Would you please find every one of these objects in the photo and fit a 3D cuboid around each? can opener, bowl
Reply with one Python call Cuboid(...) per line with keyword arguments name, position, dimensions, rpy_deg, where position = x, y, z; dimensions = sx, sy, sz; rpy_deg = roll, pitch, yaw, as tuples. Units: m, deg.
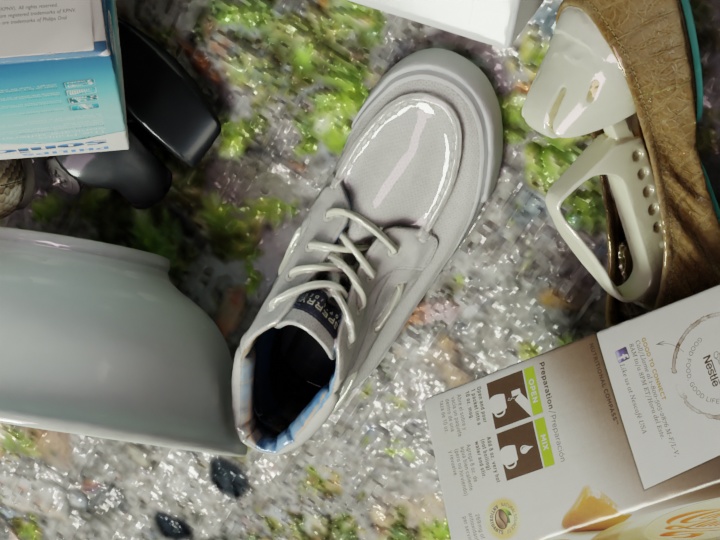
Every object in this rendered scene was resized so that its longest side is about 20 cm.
Cuboid(name="can opener", position=(-0.159, -0.106, 0.940), dimensions=(0.200, 0.079, 0.063), rpy_deg=(41, 167, 0))
Cuboid(name="bowl", position=(-0.145, 0.031, 0.959), dimensions=(0.201, 0.201, 0.091), rpy_deg=(8, 85, 20))

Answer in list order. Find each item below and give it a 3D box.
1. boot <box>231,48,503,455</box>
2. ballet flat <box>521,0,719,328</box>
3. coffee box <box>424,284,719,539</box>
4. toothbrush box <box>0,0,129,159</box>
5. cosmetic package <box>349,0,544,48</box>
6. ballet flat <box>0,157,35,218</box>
Cuboid(name="boot", position=(0.000, 0.000, 0.900), dimensions=(0.073, 0.096, 0.200), rpy_deg=(27, 128, 7))
Cuboid(name="ballet flat", position=(0.107, -0.052, 0.827), dimensions=(0.068, 0.072, 0.200), rpy_deg=(43, 154, 56))
Cuboid(name="coffee box", position=(0.144, 0.067, 0.848), dimensions=(0.200, 0.114, 0.080), rpy_deg=(-24, 66, 32))
Cuboid(name="toothbrush box", position=(-0.171, -0.099, 0.805), dimensions=(0.146, 0.200, 0.085), rpy_deg=(-5, 83, -4))
Cuboid(name="cosmetic package", position=(-0.014, -0.174, 0.812), dimensions=(0.200, 0.071, 0.102), rpy_deg=(18, 126, 13))
Cuboid(name="ballet flat", position=(-0.237, -0.055, 0.975), dimensions=(0.200, 0.046, 0.067), rpy_deg=(14, 116, 40))
